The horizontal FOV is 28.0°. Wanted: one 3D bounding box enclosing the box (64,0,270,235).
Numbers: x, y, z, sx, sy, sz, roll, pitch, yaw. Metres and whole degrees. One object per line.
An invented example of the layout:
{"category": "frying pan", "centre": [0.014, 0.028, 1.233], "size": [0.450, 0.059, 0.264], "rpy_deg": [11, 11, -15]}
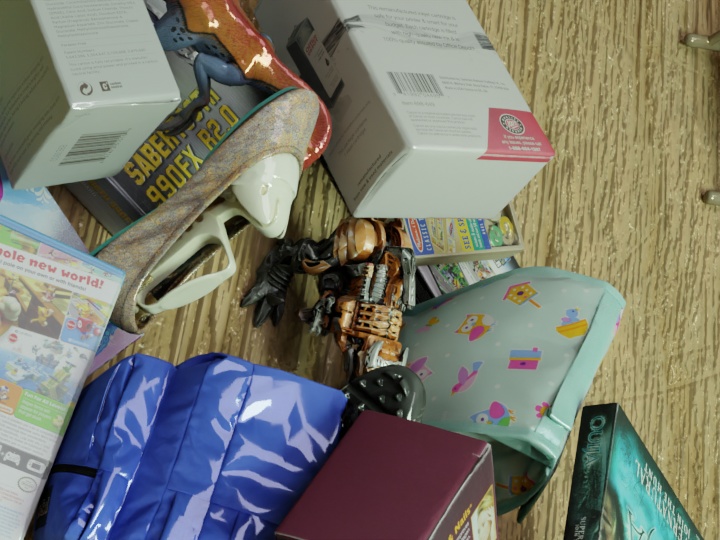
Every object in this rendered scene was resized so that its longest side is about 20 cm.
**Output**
{"category": "box", "centre": [-0.133, -0.112, 1.045], "size": [0.158, 0.048, 0.200], "rpy_deg": [48, 48, -14]}

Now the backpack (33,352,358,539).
{"category": "backpack", "centre": [-0.114, 0.163, 0.877], "size": [0.167, 0.163, 0.201], "rpy_deg": [17, 69, -12]}

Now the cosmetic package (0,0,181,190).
{"category": "cosmetic package", "centre": [-0.200, -0.166, 0.911], "size": [0.081, 0.113, 0.201], "rpy_deg": [-10, 74, -37]}

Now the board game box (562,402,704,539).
{"category": "board game box", "centre": [0.190, 0.201, 0.967], "size": [0.200, 0.028, 0.136], "rpy_deg": [52, 40, -39]}

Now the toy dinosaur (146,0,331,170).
{"category": "toy dinosaur", "centre": [-0.097, -0.146, 0.963], "size": [0.181, 0.200, 0.105], "rpy_deg": [30, 66, 12]}

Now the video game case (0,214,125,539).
{"category": "video game case", "centre": [-0.235, 0.063, 0.830], "size": [0.143, 0.018, 0.201], "rpy_deg": [26, 70, -20]}

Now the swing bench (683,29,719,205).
{"category": "swing bench", "centre": [0.460, -0.160, 1.516], "size": [0.199, 0.130, 0.200], "rpy_deg": [13, 64, -37]}

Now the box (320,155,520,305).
{"category": "box", "centre": [0.046, -0.054, 1.183], "size": [0.110, 0.035, 0.201], "rpy_deg": [-34, 95, -43]}

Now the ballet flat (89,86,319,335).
{"category": "ballet flat", "centre": [-0.088, -0.032, 0.923], "size": [0.067, 0.200, 0.068], "rpy_deg": [46, -3, 28]}

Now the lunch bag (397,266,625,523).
{"category": "lunch bag", "centre": [0.091, 0.093, 1.042], "size": [0.122, 0.200, 0.171], "rpy_deg": [53, 46, -20]}

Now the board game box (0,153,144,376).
{"category": "board game box", "centre": [-0.261, 0.012, 0.887], "size": [0.200, 0.041, 0.200], "rpy_deg": [-40, 100, -43]}

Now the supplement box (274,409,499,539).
{"category": "supplement box", "centre": [0.024, 0.198, 0.847], "size": [0.110, 0.085, 0.201], "rpy_deg": [-50, 142, -44]}

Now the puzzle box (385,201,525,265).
{"category": "puzzle box", "centre": [0.057, -0.104, 1.171], "size": [0.133, 0.025, 0.201], "rpy_deg": [-6, 76, -41]}

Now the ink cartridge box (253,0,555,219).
{"category": "ink cartridge box", "centre": [0.029, -0.139, 1.051], "size": [0.145, 0.085, 0.201], "rpy_deg": [-1, 56, -40]}

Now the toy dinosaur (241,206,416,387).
{"category": "toy dinosaur", "centre": [0.000, 0.000, 1.051], "size": [0.102, 0.136, 0.201], "rpy_deg": [36, 53, -23]}

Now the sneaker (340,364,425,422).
{"category": "sneaker", "centre": [-0.001, 0.146, 0.980], "size": [0.066, 0.201, 0.090], "rpy_deg": [37, 23, 29]}
